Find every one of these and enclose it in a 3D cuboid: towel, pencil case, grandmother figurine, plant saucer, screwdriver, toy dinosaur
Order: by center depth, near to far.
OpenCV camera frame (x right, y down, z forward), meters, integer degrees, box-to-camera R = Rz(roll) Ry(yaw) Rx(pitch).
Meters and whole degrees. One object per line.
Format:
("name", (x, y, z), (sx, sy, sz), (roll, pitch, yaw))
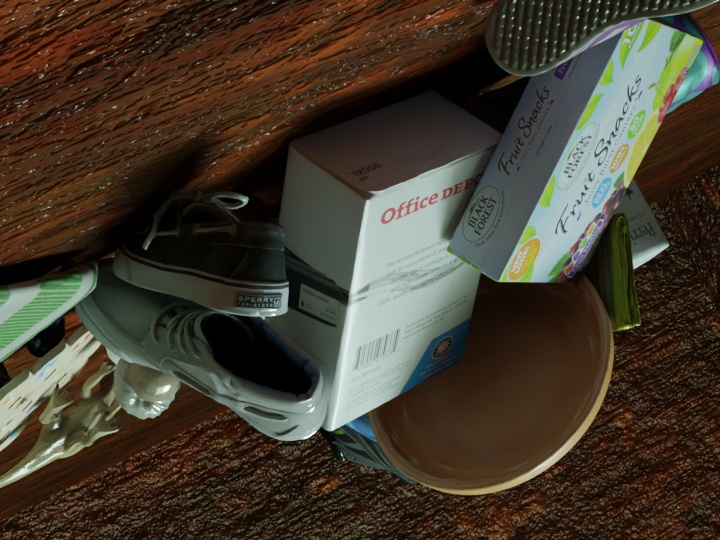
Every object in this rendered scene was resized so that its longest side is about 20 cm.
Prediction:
("towel", (-0.271, 0.044, 1.170), (0.152, 0.023, 0.200), (-33, 169, 28))
("screwdriver", (-0.216, 0.029, 1.310), (0.028, 0.029, 0.200), (-26, 175, -23))
("grandmother figurine", (-0.123, 0.034, 1.358), (0.200, 0.121, 0.061), (-51, -177, 28))
("plant saucer", (0.100, 0.078, 1.372), (0.200, 0.201, 0.037), (-29, 141, 15))
("pencil case", (0.167, -0.134, 1.383), (0.199, 0.093, 0.085), (-29, -141, 2))
("towel", (0.162, 0.012, 1.426), (0.018, 0.087, 0.200), (0, 173, -20))
("toy dinosaur", (-0.234, 0.130, 1.453), (0.200, 0.058, 0.101), (-42, 177, -40))

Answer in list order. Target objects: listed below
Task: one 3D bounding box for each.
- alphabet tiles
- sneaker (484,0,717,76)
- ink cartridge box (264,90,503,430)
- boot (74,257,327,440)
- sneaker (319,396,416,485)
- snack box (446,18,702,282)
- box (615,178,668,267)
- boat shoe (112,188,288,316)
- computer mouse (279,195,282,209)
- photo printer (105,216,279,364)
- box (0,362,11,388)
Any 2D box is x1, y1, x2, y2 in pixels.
("alphabet tiles", (-0.268, 0.108, 1.379), (0.200, 0.015, 0.196), (-41, 176, -44))
("sneaker", (0.175, -0.185, 1.082), (0.200, 0.073, 0.114), (-19, -174, 41))
("ink cartridge box", (0.014, -0.009, 1.289), (0.144, 0.084, 0.201), (-24, 137, -40))
("boot", (-0.107, 0.039, 1.231), (0.074, 0.199, 0.096), (-59, 173, -20))
("sneaker", (-0.020, 0.110, 1.441), (0.083, 0.199, 0.071), (-51, -170, 46))
("snack box", (0.151, -0.089, 1.279), (0.142, 0.053, 0.201), (2, 117, -59))
("box", (0.127, -0.030, 1.682), (0.199, 0.172, 0.200), (-23, 173, -39))
("boat shoe", (-0.104, -0.018, 1.176), (0.073, 0.068, 0.199), (3, -174, -24))
("computer mouse", (0.000, 0.000, 1.410), (0.109, 0.044, 0.201), (-12, 133, -6))
("photo printer", (-0.112, 0.017, 1.489), (0.166, 0.070, 0.200), (-30, 173, 22))
("box", (-0.368, 0.128, 1.366), (0.199, 0.050, 0.199), (-29, 175, 1))
